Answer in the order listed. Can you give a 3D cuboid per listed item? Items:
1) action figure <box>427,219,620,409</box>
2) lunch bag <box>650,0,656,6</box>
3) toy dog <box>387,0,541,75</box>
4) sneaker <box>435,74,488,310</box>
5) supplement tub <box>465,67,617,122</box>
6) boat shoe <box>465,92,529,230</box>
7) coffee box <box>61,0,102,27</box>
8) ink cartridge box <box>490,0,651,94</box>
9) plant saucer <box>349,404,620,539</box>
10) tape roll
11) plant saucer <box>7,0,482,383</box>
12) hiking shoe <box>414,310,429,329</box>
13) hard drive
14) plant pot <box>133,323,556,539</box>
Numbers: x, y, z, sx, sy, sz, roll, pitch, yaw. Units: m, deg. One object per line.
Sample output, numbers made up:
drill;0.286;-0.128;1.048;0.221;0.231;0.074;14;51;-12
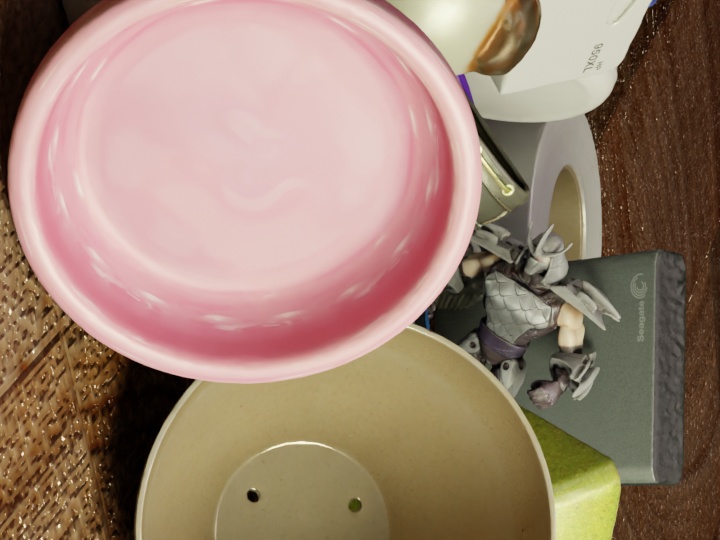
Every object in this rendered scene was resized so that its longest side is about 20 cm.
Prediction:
action figure;0.082;0.054;1.241;0.069;0.130;0.201;-15;138;-48
lunch bag;0.199;-0.307;1.576;0.200;0.123;0.171;-39;128;-53
toy dog;0.043;-0.186;0.975;0.201;0.139;0.195;90;4;-45
sneaker;0.047;-0.079;1.278;0.100;0.069;0.201;-73;161;-45
supplement tub;0.106;-0.210;1.308;0.140;0.139;0.201;42;54;-64
boat shoe;0.032;-0.116;1.154;0.072;0.060;0.203;-74;140;-74
coffee box;-0.074;-0.164;0.875;0.080;0.114;0.201;-61;146;-49
ink cartridge box;0.088;-0.224;1.139;0.201;0.084;0.145;63;-25;27
plant saucer;0.038;0.158;1.091;0.048;0.200;0.201;-9;117;-40
tape roll;0.117;-0.023;1.451;0.202;0.070;0.204;2;90;-70
plant saucer;-0.049;-0.045;0.860;0.051;0.199;0.201;-97;175;-56
hiking shoe;0.000;0.000;1.174;0.087;0.074;0.201;-96;179;-66
hard drive;0.123;0.066;1.276;0.033;0.199;0.141;10;79;-39
plant pot;-0.018;0.127;0.991;0.134;0.199;0.202;150;-54;-76
